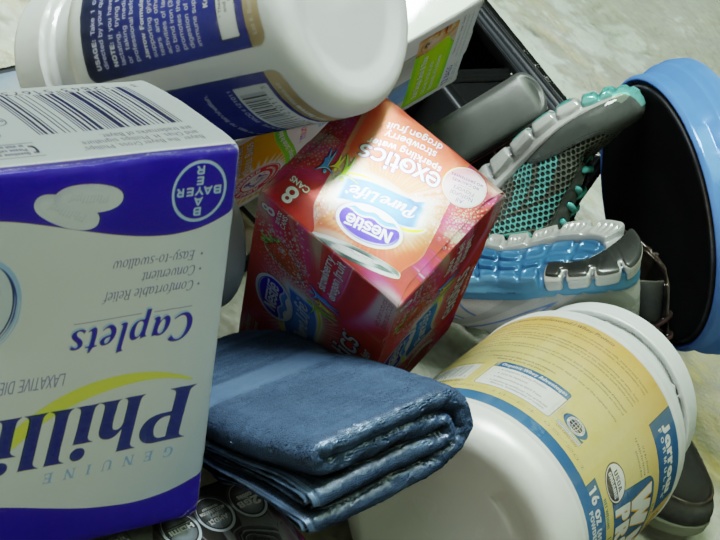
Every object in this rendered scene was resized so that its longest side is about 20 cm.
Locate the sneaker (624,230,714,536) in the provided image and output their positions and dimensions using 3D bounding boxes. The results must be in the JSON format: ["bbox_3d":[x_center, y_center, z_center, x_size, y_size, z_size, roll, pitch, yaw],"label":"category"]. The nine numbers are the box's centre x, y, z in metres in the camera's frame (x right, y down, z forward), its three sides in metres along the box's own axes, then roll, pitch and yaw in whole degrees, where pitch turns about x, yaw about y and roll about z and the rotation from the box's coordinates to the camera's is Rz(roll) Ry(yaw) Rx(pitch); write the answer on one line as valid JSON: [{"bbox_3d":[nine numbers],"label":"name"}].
[{"bbox_3d":[0.181,0.070,1.138,0.075,0.106,0.200,-4,49,-40],"label":"sneaker"}]

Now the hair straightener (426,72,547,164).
[{"bbox_3d":[0.034,-0.077,1.159,0.199,0.077,0.041,-25,84,-5],"label":"hair straightener"}]

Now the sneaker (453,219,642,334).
[{"bbox_3d":[0.087,0.020,1.121,0.199,0.087,0.075,2,38,25],"label":"sneaker"}]

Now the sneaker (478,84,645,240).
[{"bbox_3d":[0.121,-0.044,1.169,0.091,0.200,0.078,53,22,6],"label":"sneaker"}]

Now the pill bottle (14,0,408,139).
[{"bbox_3d":[-0.084,-0.125,0.931,0.116,0.199,0.116,12,75,-52],"label":"pill bottle"}]

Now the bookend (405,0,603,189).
[{"bbox_3d":[0.041,-0.116,1.261,0.199,0.092,0.199,-6,51,-41],"label":"bookend"}]

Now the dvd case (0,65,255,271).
[{"bbox_3d":[-0.160,-0.061,1.106,0.200,0.018,0.142,46,38,18],"label":"dvd case"}]

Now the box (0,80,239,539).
[{"bbox_3d":[-0.165,0.025,0.814,0.183,0.201,0.105,-9,28,-35],"label":"box"}]

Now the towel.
[{"bbox_3d":[-0.038,0.077,0.913,0.111,0.049,0.200,-20,18,-31],"label":"towel"}]

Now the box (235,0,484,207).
[{"bbox_3d":[-0.038,-0.136,1.095,0.200,0.113,0.102,-32,76,-17],"label":"box"}]

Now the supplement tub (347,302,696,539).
[{"bbox_3d":[0.099,0.109,0.997,0.145,0.145,0.200,42,37,13],"label":"supplement tub"}]

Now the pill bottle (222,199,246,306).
[{"bbox_3d":[-0.166,-0.007,0.948,0.199,0.111,0.111,-8,52,-38],"label":"pill bottle"}]

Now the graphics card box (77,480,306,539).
[{"bbox_3d":[-0.047,0.200,0.858,0.125,0.051,0.200,-17,57,-47],"label":"graphics card box"}]

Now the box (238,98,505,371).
[{"bbox_3d":[0.000,0.000,0.990,0.100,0.200,0.095,40,67,10],"label":"box"}]

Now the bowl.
[{"bbox_3d":[0.213,-0.040,1.169,0.039,0.201,0.201,-10,49,-12],"label":"bowl"}]
